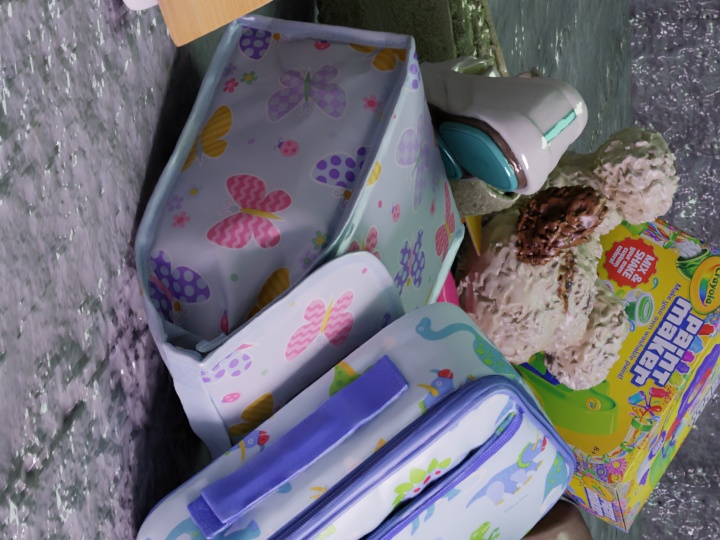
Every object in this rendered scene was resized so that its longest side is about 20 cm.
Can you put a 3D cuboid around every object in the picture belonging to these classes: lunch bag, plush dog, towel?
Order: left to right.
[{"bbox_3d":[-0.029,0.005,1.049,0.170,0.127,0.200,72,35,-54],"label":"lunch bag"},{"bbox_3d":[0.000,0.115,1.019,0.082,0.200,0.161,51,-2,32],"label":"lunch bag"},{"bbox_3d":[0.029,-0.118,1.242,0.148,0.036,0.201,-25,-104,57],"label":"towel"},{"bbox_3d":[0.113,-0.006,1.433,0.172,0.160,0.200,-56,164,-64],"label":"plush dog"}]

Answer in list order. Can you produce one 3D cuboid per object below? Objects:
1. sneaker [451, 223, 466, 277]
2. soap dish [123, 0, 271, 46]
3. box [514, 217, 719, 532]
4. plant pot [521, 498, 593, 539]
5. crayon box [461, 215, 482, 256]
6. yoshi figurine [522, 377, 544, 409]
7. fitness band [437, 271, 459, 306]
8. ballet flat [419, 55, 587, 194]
[{"bbox_3d":[0.070,-0.050,1.558,0.112,0.073,0.200,65,9,-60],"label":"sneaker"},{"bbox_3d":[-0.067,-0.226,0.952,0.158,0.081,0.200,75,19,-50],"label":"soap dish"},{"bbox_3d":[0.171,0.057,1.621,0.200,0.192,0.122,-56,159,-13],"label":"box"},{"bbox_3d":[0.127,0.274,1.628,0.200,0.200,0.175,-44,125,-72],"label":"plant pot"},{"bbox_3d":[0.039,-0.118,1.395,0.127,0.051,0.200,68,14,-46],"label":"crayon box"},{"bbox_3d":[0.012,0.118,1.187,0.112,0.200,0.113,6,41,-46],"label":"yoshi figurine"},{"bbox_3d":[0.015,0.058,1.319,0.144,0.037,0.201,35,54,-46],"label":"fitness band"},{"bbox_3d":[0.061,-0.082,1.119,0.200,0.069,0.070,-155,-119,-66],"label":"ballet flat"}]
